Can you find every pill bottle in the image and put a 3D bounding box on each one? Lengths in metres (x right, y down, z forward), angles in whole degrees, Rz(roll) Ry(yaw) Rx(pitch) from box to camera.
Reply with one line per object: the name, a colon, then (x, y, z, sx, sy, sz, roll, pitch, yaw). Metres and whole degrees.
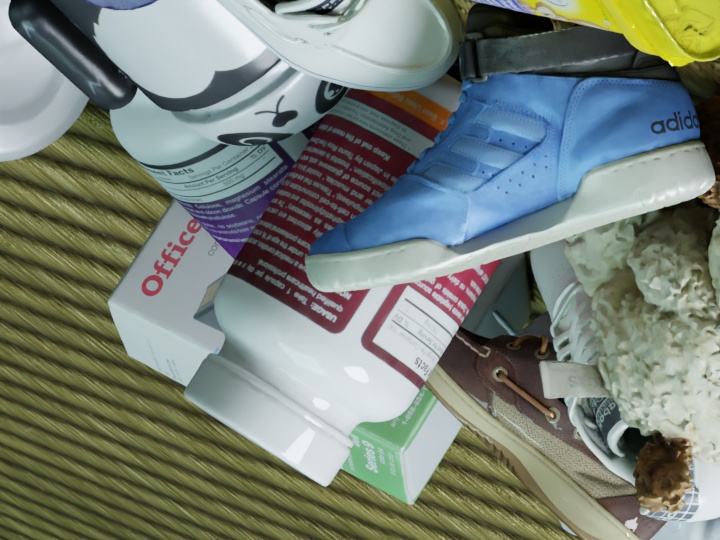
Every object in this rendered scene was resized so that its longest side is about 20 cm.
pill bottle: (-0.056, -0.073, 1.512, 0.112, 0.112, 0.200, 11, 151, 48)
pill bottle: (-0.231, -0.131, 1.544, 0.113, 0.113, 0.200, 45, 168, -32)
pill bottle: (0.000, 0.000, 1.418, 0.113, 0.200, 0.113, 32, 175, 3)

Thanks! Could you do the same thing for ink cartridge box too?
ink cartridge box: (-0.023, 0.019, 1.638, 0.200, 0.145, 0.088, 26, 160, 18)

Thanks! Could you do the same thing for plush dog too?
plush dog: (0.192, 0.016, 1.327, 0.200, 0.160, 0.172, 33, 137, -5)

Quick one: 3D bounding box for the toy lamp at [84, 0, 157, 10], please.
toy lamp: (-0.083, -0.184, 1.171, 0.058, 0.200, 0.058, 3, 130, 3)

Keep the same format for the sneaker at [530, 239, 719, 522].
sneaker: (0.134, 0.044, 1.445, 0.200, 0.080, 0.076, 56, 141, 36)

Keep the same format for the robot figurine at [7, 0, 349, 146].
robot figurine: (-0.081, -0.146, 1.346, 0.150, 0.125, 0.200, 7, 148, 52)

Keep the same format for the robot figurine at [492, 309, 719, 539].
robot figurine: (0.156, 0.087, 1.572, 0.200, 0.113, 0.170, 24, 122, 22)

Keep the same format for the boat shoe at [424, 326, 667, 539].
boat shoe: (0.092, 0.067, 1.507, 0.200, 0.072, 0.072, 45, -176, 22)

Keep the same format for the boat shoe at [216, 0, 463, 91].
boat shoe: (-0.027, -0.129, 1.270, 0.200, 0.074, 0.067, 24, -174, -31)

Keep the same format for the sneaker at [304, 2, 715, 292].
sneaker: (0.055, -0.062, 1.302, 0.200, 0.111, 0.077, -18, 176, 27)

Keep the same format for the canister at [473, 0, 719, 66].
canister: (0.054, -0.166, 1.146, 0.200, 0.087, 0.149, 18, 157, 41)
